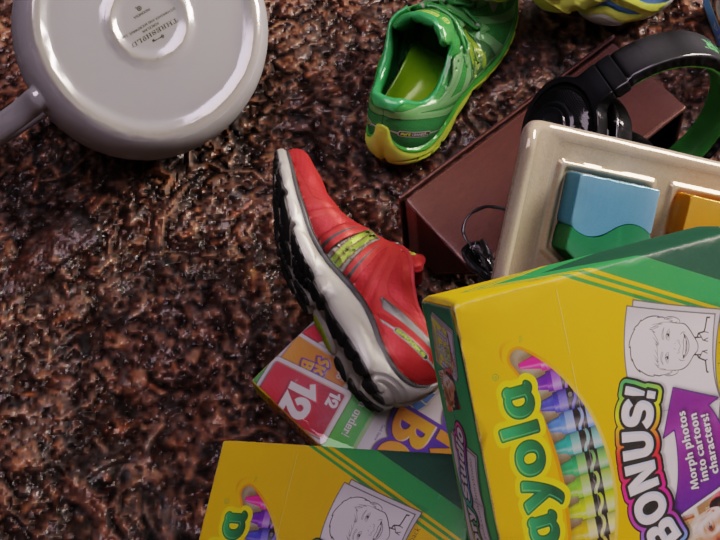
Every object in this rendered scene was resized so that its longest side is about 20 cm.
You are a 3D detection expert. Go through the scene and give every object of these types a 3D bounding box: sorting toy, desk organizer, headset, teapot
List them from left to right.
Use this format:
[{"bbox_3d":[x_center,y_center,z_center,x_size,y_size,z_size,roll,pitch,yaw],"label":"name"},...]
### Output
[{"bbox_3d":[-0.170,-0.170,0.888,0.197,0.146,0.201,10,87,-19],"label":"teapot"},{"bbox_3d":[0.127,-0.066,0.830,0.199,0.072,0.077,-37,65,-13],"label":"desk organizer"},{"bbox_3d":[0.148,-0.056,0.727,0.199,0.123,0.095,-36,52,15],"label":"headset"},{"bbox_3d":[0.159,0.023,0.685,0.197,0.036,0.188,9,96,-25],"label":"sorting toy"}]

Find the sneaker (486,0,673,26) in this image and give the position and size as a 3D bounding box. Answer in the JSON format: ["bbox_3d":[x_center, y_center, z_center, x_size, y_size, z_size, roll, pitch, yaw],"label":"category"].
[{"bbox_3d":[0.170,-0.241,0.873,0.197,0.105,0.077,-5,60,-24],"label":"sneaker"}]

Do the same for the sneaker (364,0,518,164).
[{"bbox_3d":[0.065,-0.171,0.888,0.073,0.084,0.202,19,64,17],"label":"sneaker"}]

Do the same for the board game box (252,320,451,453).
[{"bbox_3d":[0.029,0.106,0.773,0.095,0.030,0.200,-43,67,-16],"label":"board game box"}]

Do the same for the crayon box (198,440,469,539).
[{"bbox_3d":[-0.019,0.205,0.678,0.170,0.058,0.202,-1,61,24],"label":"crayon box"}]

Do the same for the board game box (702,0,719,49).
[{"bbox_3d":[0.338,-0.228,0.818,0.157,0.201,0.098,-10,61,2],"label":"board game box"}]

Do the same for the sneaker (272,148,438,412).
[{"bbox_3d":[0.000,0.000,0.790,0.084,0.077,0.202,-20,65,-18],"label":"sneaker"}]

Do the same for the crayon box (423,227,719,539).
[{"bbox_3d":[0.136,0.094,0.624,0.170,0.058,0.203,-14,96,-17],"label":"crayon box"}]
